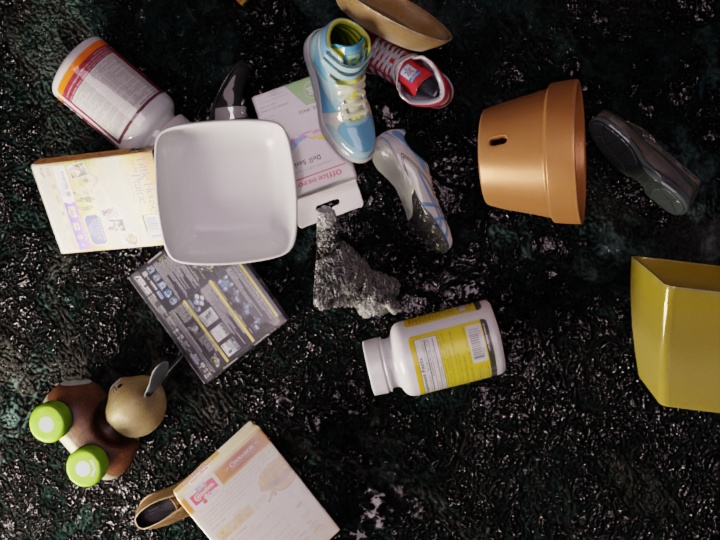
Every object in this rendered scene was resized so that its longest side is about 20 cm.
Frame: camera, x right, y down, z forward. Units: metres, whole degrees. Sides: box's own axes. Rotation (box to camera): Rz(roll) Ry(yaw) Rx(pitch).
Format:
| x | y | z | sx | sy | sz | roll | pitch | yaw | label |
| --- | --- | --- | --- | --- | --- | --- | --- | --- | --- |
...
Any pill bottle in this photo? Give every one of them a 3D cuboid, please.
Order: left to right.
| x | y | z | sx | sy | sz | roll | pitch | yaw | label |
| --- | --- | --- | --- | --- | --- | --- | --- | --- | --- |
| -0.344 | -0.239 | 1.396 | 0.199 | 0.110 | 0.110 | 40 | 92 | -3 | pill bottle |
| 0.106 | 0.120 | 1.395 | 0.196 | 0.111 | 0.113 | -13 | 91 | 1 | pill bottle |

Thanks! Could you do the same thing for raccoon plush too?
| x | y | z | sx | sy | sz | roll | pitch | yaw | label |
| --- | --- | --- | --- | --- | --- | --- | --- | --- | --- |
| 0.000 | 0.000 | 1.369 | 0.131 | 0.201 | 0.098 | 4 | 58 | 0 | raccoon plush |

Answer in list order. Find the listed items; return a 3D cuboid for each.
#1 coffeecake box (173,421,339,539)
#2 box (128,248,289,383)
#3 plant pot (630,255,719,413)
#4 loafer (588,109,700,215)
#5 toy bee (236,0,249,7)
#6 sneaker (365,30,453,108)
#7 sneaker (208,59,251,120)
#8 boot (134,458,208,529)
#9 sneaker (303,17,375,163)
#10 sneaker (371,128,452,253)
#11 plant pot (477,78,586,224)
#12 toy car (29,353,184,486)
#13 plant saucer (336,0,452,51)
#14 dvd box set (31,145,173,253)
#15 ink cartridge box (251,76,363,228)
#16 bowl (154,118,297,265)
| x | y | z | sx | sy | sz | roll | pitch | yaw | label |
| --- | --- | --- | --- | --- | --- | --- | --- | --- | --- |
| -0.153 | 0.351 | 1.391 | 0.153 | 0.073 | 0.201 | -40 | 100 | -15 | coffeecake box |
| -0.228 | 0.042 | 1.432 | 0.160 | 0.049 | 0.201 | -37 | 90 | 4 | box |
| 0.491 | 0.096 | 1.355 | 0.196 | 0.200 | 0.180 | 7 | 102 | 1 | plant pot |
| 0.424 | -0.170 | 1.413 | 0.200 | 0.072 | 0.063 | 44 | 72 | -7 | loafer |
| -0.241 | -0.472 | 1.392 | 0.197 | 0.109 | 0.133 | 23 | 93 | 1 | toy bee |
| 0.048 | -0.301 | 1.384 | 0.198 | 0.113 | 0.072 | 30 | 103 | 1 | sneaker |
| -0.186 | -0.208 | 1.417 | 0.087 | 0.074 | 0.203 | 20 | 101 | 1 | sneaker |
| -0.248 | 0.337 | 1.426 | 0.198 | 0.075 | 0.075 | -28 | 87 | 0 | boot |
| -0.016 | -0.254 | 1.322 | 0.079 | 0.130 | 0.203 | -23 | 93 | -19 | sneaker |
| 0.088 | -0.120 | 1.415 | 0.072 | 0.072 | 0.202 | -34 | 99 | -28 | sneaker |
| 0.247 | -0.166 | 1.358 | 0.137 | 0.200 | 0.204 | -1 | 91 | 19 | plant pot |
| -0.344 | 0.187 | 1.371 | 0.199 | 0.164 | 0.158 | -41 | 90 | 7 | toy car |
| 0.037 | -0.365 | 1.356 | 0.198 | 0.201 | 0.036 | 30 | 115 | 0 | plant saucer |
| -0.370 | -0.102 | 1.391 | 0.196 | 0.030 | 0.149 | -5 | 117 | 15 | dvd box set |
| -0.075 | -0.176 | 1.414 | 0.115 | 0.067 | 0.203 | -19 | 91 | 1 | ink cartridge box |
| -0.188 | -0.114 | 1.352 | 0.196 | 0.075 | 0.204 | -4 | 103 | -3 | bowl |
